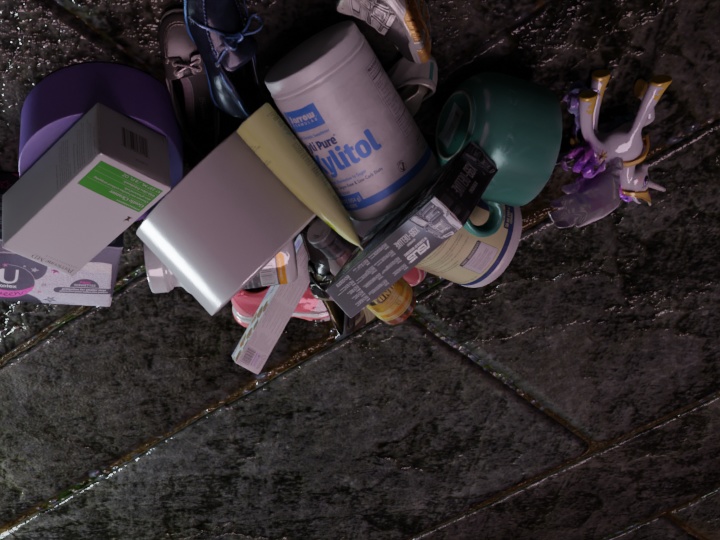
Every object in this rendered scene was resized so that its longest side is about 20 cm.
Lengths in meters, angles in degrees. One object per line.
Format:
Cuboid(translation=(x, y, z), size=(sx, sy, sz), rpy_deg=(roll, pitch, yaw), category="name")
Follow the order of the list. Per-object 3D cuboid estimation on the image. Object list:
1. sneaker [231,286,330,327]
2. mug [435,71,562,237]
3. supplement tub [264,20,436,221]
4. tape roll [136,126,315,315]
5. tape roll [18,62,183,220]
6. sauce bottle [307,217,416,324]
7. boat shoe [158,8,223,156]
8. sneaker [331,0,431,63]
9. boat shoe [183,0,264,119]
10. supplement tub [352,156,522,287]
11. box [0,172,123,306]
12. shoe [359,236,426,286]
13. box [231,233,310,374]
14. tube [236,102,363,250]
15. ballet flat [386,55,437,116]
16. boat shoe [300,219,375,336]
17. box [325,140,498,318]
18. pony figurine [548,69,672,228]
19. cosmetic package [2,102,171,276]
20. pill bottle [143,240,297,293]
Cuboid(translation=(-0.096, 0.027, 1.863), size=(0.197, 0.075, 0.087), rpy_deg=(-13, 141, 5), category="sneaker")
Cuboid(translation=(0.161, -0.151, 1.599), size=(0.113, 0.188, 0.152), rpy_deg=(12, 159, -25), category="mug")
Cuboid(translation=(-0.010, -0.173, 1.522), size=(0.131, 0.133, 0.201), rpy_deg=(-26, 112, 21), category="supplement tub")
Cuboid(translation=(-0.155, -0.063, 1.580), size=(0.139, 0.203, 0.202), rpy_deg=(47, 124, -3), category="tape roll")
Cuboid(translation=(-0.315, -0.151, 1.582), size=(0.196, 0.086, 0.201), rpy_deg=(-5, 142, -4), category="tape roll")
Cuboid(translation=(0.000, 0.000, 1.710), size=(0.065, 0.067, 0.200), rpy_deg=(-27, 137, 23), category="sauce bottle")
Cuboid(translation=(-0.196, -0.219, 1.541), size=(0.066, 0.058, 0.201), rpy_deg=(-8, 142, -1), category="boat shoe")
Cuboid(translation=(0.015, -0.311, 1.470), size=(0.086, 0.076, 0.201), rpy_deg=(-14, 135, 23), category="sneaker")
Cuboid(translation=(-0.142, -0.258, 1.477), size=(0.084, 0.068, 0.201), rpy_deg=(-48, 148, -21), category="boat shoe")
Cuboid(translation=(0.100, -0.072, 1.719), size=(0.198, 0.147, 0.145), rpy_deg=(20, 134, -33), category="supplement tub")
Cuboid(translation=(-0.414, -0.037, 1.680), size=(0.197, 0.116, 0.133), rpy_deg=(5, 140, -17), category="box")
Cuboid(translation=(0.041, -0.011, 1.826), size=(0.071, 0.092, 0.200), rpy_deg=(-22, 141, 16), category="shoe")
Cuboid(translation=(-0.114, 0.047, 1.816), size=(0.041, 0.039, 0.202), rpy_deg=(28, 93, -20), category="box")
Cuboid(translation=(-0.062, -0.101, 1.498), size=(0.200, 0.058, 0.052), rpy_deg=(49, 134, -5), category="tube")
Cuboid(translation=(0.024, -0.193, 1.615), size=(0.069, 0.070, 0.200), rpy_deg=(22, 133, -34), category="ballet flat")
Cuboid(translation=(-0.037, 0.016, 1.778), size=(0.066, 0.071, 0.202), rpy_deg=(-47, 137, -19), category="boat shoe")
Cuboid(translation=(0.061, -0.049, 1.523), size=(0.050, 0.158, 0.200), rpy_deg=(45, 124, -7), category="box")
Cuboid(translation=(0.311, -0.153, 1.678), size=(0.190, 0.167, 0.202), rpy_deg=(-12, 128, -8), category="pony figurine")
Cuboid(translation=(-0.323, -0.092, 1.519), size=(0.107, 0.086, 0.199), rpy_deg=(24, 130, -38), category="cosmetic package")
Cuboid(translation=(-0.186, -0.029, 1.738), size=(0.196, 0.118, 0.117), rpy_deg=(-7, 143, -2), category="pill bottle")
